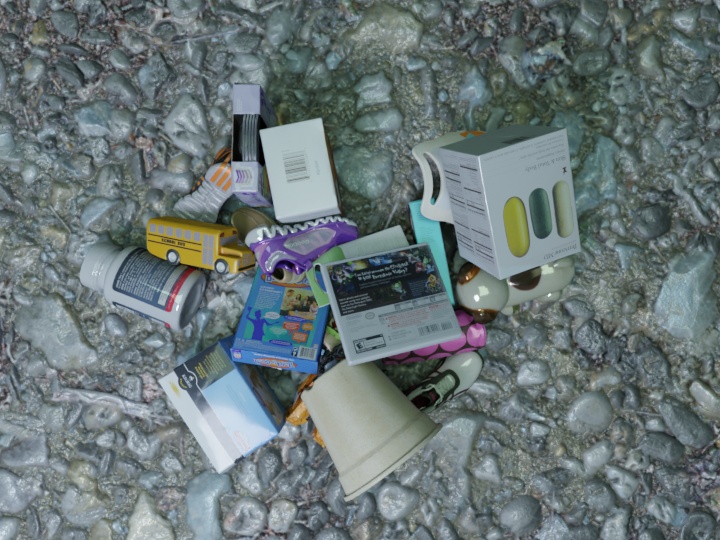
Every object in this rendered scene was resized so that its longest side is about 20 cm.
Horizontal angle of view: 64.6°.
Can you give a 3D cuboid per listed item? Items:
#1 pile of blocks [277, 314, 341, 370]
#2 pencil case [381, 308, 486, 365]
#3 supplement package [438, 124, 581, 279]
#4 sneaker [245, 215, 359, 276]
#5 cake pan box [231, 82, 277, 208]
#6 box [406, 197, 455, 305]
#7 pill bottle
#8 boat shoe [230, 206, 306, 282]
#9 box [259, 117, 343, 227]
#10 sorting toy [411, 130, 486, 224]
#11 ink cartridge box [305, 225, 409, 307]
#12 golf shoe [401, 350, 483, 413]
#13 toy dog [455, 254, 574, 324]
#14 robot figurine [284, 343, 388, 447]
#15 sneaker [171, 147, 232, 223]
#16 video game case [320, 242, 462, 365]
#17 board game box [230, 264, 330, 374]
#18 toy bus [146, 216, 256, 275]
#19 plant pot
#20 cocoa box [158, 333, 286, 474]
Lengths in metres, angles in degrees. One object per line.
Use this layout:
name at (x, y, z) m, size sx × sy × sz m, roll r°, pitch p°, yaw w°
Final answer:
pile of blocks at (-0.083, 0.140, 1.082) m, size 0.200 × 0.062 × 0.082 m, roll -34°, pitch 89°, yaw 1°
pencil case at (0.131, 0.117, 1.071) m, size 0.200 × 0.094 × 0.091 m, roll -7°, pitch 129°, yaw 0°
supplement package at (0.242, -0.118, 0.928) m, size 0.152 × 0.151 × 0.200 m, roll -19°, pitch 111°, yaw -10°
sneaker at (-0.095, -0.037, 0.991) m, size 0.200 × 0.080 × 0.089 m, roll -11°, pitch 74°, yaw -19°
cake pan box at (-0.188, -0.215, 1.018) m, size 0.052 × 0.200 × 0.184 m, roll -1°, pitch 87°, yaw 1°
box at (0.130, -0.031, 1.069) m, size 0.049 × 0.082 × 0.200 m, roll -11°, pitch 89°, yaw 2°
pill bottle at (-0.403, 0.022, 1.060) m, size 0.200 × 0.120 × 0.120 m, roll 22°, pitch 90°, yaw 1°
boat shoe at (-0.182, -0.051, 1.054) m, size 0.200 × 0.064 × 0.071 m, roll 40°, pitch 118°, yaw 23°
box at (-0.097, -0.163, 1.015) m, size 0.106 × 0.200 × 0.152 m, roll -11°, pitch 89°, yaw 1°
sorting toy at (0.174, -0.165, 1.026) m, size 0.180 × 0.107 × 0.200 m, roll -8°, pitch 89°, yaw -28°
ink cartridge box at (0.000, 0.000, 1.053) m, size 0.200 × 0.059 × 0.104 m, roll -19°, pitch 72°, yaw -11°
golf shoe at (0.152, 0.221, 1.066) m, size 0.200 × 0.088 × 0.077 m, roll -37°, pitch 88°, yaw -1°
toy dog at (0.267, 0.025, 1.016) m, size 0.200 × 0.194 × 0.140 m, roll -19°, pitch 98°, yaw -8°
robot figurine at (-0.044, 0.226, 1.074) m, size 0.145 × 0.058 × 0.200 m, roll 41°, pitch 90°, yaw -16°
sneaker at (-0.278, -0.155, 1.085) m, size 0.078 × 0.112 × 0.200 m, roll 41°, pitch 124°, yaw -22°
video game case at (0.050, 0.052, 0.965) m, size 0.200 × 0.023 × 0.182 m, roll -12°, pitch 67°, yaw -13°
board game box at (-0.134, 0.081, 1.036) m, size 0.152 × 0.045 × 0.200 m, roll 9°, pitch 51°, yaw 2°
toy bus at (-0.288, -0.046, 1.030) m, size 0.200 × 0.065 × 0.078 m, roll 10°, pitch 103°, yaw 22°
plant pot at (0.004, 0.245, 0.956) m, size 0.200 × 0.200 × 0.184 m, roll -37°, pitch 77°, yaw 1°
cocoa box at (-0.244, 0.237, 1.048) m, size 0.131 × 0.133 × 0.200 m, roll -34°, pitch 89°, yaw 0°
